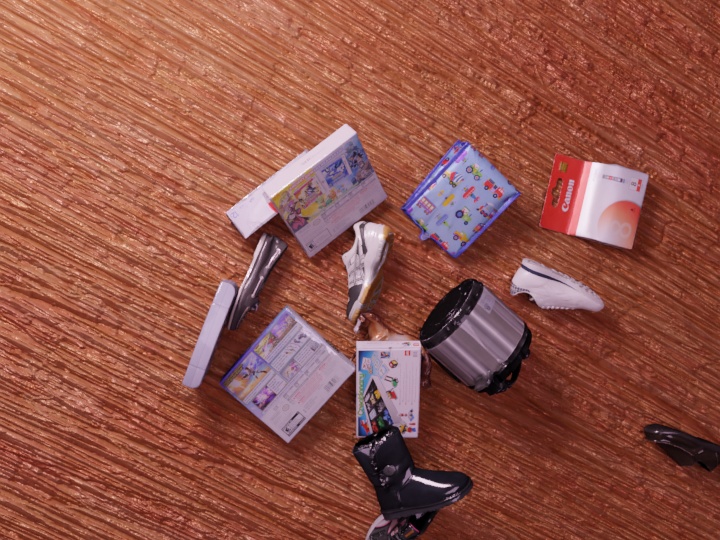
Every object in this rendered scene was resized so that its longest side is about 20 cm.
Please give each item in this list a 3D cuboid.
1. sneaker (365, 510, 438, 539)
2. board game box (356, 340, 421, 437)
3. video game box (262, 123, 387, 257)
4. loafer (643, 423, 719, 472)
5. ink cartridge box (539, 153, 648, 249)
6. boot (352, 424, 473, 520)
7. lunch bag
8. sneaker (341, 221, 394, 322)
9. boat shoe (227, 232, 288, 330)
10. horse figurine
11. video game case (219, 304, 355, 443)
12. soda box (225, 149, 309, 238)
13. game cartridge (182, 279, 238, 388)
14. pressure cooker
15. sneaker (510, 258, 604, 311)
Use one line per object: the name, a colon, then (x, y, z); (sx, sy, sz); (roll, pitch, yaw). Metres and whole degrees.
sneaker: (0.084, 0.515, 1.487); (0.080, 0.086, 0.201); (38, 87, -7)
board game box: (0.053, 0.235, 1.457); (0.125, 0.035, 0.202); (0, 111, -1)
video game box: (-0.063, -0.146, 1.401); (0.199, 0.047, 0.183); (-38, 140, -7)
loafer: (0.693, 0.385, 1.589); (0.198, 0.073, 0.072); (20, 88, -10)
ink cartridge box: (0.487, -0.145, 1.542); (0.198, 0.050, 0.164); (13, 90, -13)
boot: (0.098, 0.378, 1.433); (0.198, 0.076, 0.170); (-21, 98, 15)
lunch bag: (0.190, -0.133, 1.481); (0.150, 0.094, 0.200); (41, 95, -12)
sneaker: (0.000, 0.000, 1.465); (0.087, 0.076, 0.202); (21, 100, 20)
boat shoe: (-0.198, 0.027, 1.427); (0.056, 0.067, 0.202); (21, 86, -5)
horse figurine: (0.063, 0.166, 1.476); (0.198, 0.050, 0.134); (21, 102, -11)
video game case: (-0.141, 0.201, 1.442); (0.181, 0.045, 0.200); (42, 94, -10)
soda box: (-0.163, -0.146, 1.423); (0.199, 0.068, 0.064); (-39, 98, -6)
game cartridge: (-0.277, 0.116, 1.383); (0.041, 0.133, 0.202); (21, 90, -3)
pressure cooker: (0.235, 0.139, 1.448); (0.200, 0.179, 0.176); (40, 83, -8)
sneaker: (0.406, 0.047, 1.534); (0.198, 0.076, 0.081); (24, 100, -5)
